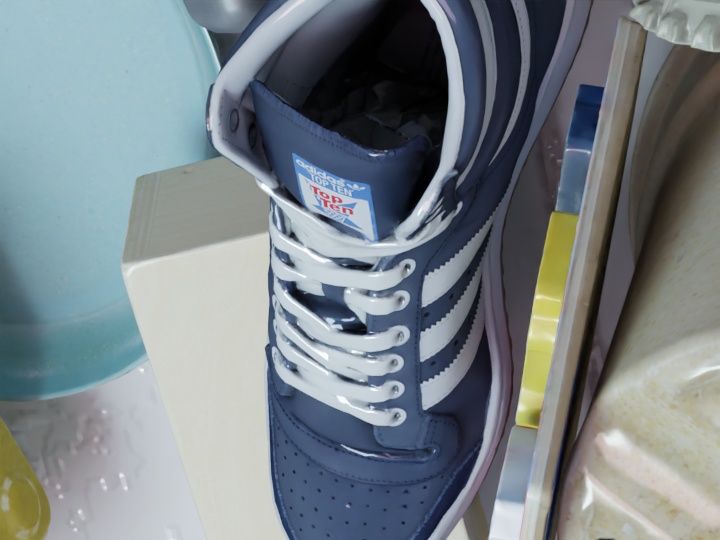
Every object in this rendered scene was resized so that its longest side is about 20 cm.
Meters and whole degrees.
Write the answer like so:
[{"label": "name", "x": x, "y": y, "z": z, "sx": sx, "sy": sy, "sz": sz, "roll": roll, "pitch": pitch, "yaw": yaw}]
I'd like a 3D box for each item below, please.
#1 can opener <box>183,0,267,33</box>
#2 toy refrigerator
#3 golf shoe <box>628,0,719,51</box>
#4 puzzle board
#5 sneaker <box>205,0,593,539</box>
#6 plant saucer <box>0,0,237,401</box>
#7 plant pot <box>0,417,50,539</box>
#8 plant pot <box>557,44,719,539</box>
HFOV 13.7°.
[{"label": "can opener", "x": -0.067, "y": -0.164, "z": 0.827, "sx": 0.067, "sy": 0.053, "sz": 0.201, "roll": 9, "pitch": 126, "yaw": 57}, {"label": "toy refrigerator", "x": -0.006, "y": 0.063, "z": 0.886, "sx": 0.075, "sy": 0.070, "sz": 0.201, "roll": -13, "pitch": 115, "yaw": 7}, {"label": "golf shoe", "x": 0.162, "y": -0.092, "z": 0.724, "sx": 0.199, "sy": 0.097, "sz": 0.079, "roll": -16, "pitch": 72, "yaw": 26}, {"label": "puzzle board", "x": 0.046, "y": 0.054, "z": 0.786, "sx": 0.017, "sy": 0.151, "sz": 0.201, "roll": 11, "pitch": 142, "yaw": 6}, {"label": "sneaker", "x": 0.000, "y": 0.000, "z": 0.749, "sx": 0.070, "sy": 0.108, "sz": 0.201, "roll": 19, "pitch": 111, "yaw": 16}, {"label": "plant saucer", "x": -0.124, "y": -0.054, "z": 0.914, "sx": 0.199, "sy": 0.027, "sz": 0.201, "roll": 11, "pitch": 120, "yaw": 19}, {"label": "plant pot", "x": -0.214, "y": 0.082, "z": 0.912, "sx": 0.199, "sy": 0.196, "sz": 0.195, "roll": -14, "pitch": 118, "yaw": 28}, {"label": "plant pot", "x": 0.138, "y": 0.032, "z": 0.748, "sx": 0.199, "sy": 0.184, "sz": 0.202, "roll": 10, "pitch": 119, "yaw": 19}]
